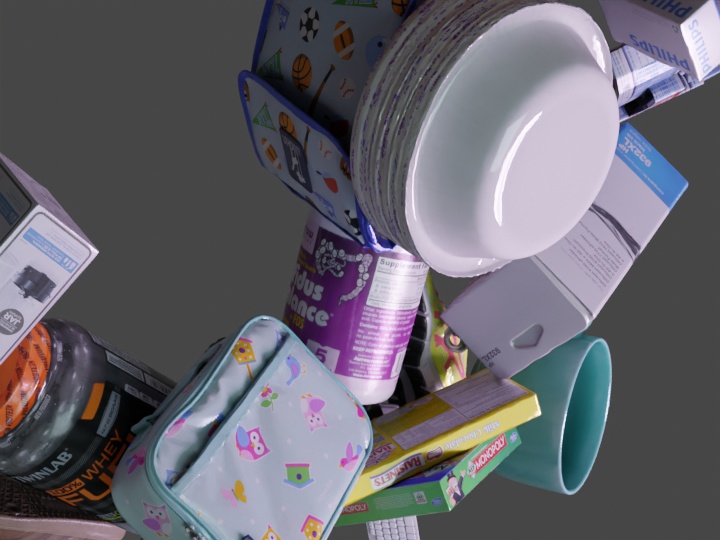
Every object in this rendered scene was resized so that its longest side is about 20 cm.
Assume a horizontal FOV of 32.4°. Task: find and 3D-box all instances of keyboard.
[{"bbox_3d":[0.023,0.206,1.221,0.011,0.056,0.202,-54,144,-46],"label":"keyboard"}]

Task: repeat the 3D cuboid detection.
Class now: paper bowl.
[{"bbox_3d":[0.097,-0.089,0.847,0.199,0.104,0.203,-27,134,-31],"label":"paper bowl"}]

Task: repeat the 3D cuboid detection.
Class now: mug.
[{"bbox_3d":[0.175,0.117,1.226,0.152,0.113,0.187,54,52,-55],"label":"mug"}]

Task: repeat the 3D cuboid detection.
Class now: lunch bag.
[{"bbox_3d":[-0.003,-0.136,0.924,0.123,0.170,0.202,0,118,-40],"label":"lunch bag"},{"bbox_3d":[-0.086,0.140,0.929,0.161,0.077,0.200,49,43,-14],"label":"lunch bag"}]

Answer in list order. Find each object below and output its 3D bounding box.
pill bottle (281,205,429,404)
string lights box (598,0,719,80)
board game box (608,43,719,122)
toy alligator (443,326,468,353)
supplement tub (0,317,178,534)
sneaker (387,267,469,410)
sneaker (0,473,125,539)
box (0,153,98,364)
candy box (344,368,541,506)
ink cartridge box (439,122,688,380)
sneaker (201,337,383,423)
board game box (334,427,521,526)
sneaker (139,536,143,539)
[{"bbox_3d":[0.000,0.000,1.039,0.111,0.112,0.202,5,106,-37],"label":"pill bottle"},{"bbox_3d":[0.290,-0.243,0.950,0.200,0.103,0.059,-41,131,-8],"label":"string lights box"},{"bbox_3d":[0.238,-0.168,1.090,0.198,0.200,0.062,-28,93,-6],"label":"board game box"},{"bbox_3d":[0.127,0.022,1.167,0.200,0.059,0.054,-43,176,-36],"label":"toy alligator"},{"bbox_3d":[-0.211,0.117,0.953,0.123,0.122,0.200,-52,132,1],"label":"supplement tub"},{"bbox_3d":[0.058,0.054,1.152,0.090,0.078,0.202,-41,132,-39],"label":"sneaker"},{"bbox_3d":[-0.280,0.213,0.995,0.199,0.070,0.076,22,102,-41],"label":"sneaker"},{"bbox_3d":[-0.284,0.024,0.853,0.200,0.117,0.060,-49,132,-1],"label":"box"},{"bbox_3d":[0.048,0.142,1.066,0.198,0.102,0.027,-23,106,-12],"label":"candy box"},{"bbox_3d":[0.179,-0.017,1.087,0.200,0.084,0.145,-47,-178,-38],"label":"ink cartridge box"},{"bbox_3d":[-0.070,0.127,1.098,0.199,0.075,0.087,29,111,-37],"label":"sneaker"},{"bbox_3d":[0.027,0.181,1.094,0.134,0.198,0.029,-28,100,-52],"label":"board game box"},{"bbox_3d":[-0.137,0.222,1.082,0.087,0.074,0.201,28,95,-8],"label":"sneaker"}]
